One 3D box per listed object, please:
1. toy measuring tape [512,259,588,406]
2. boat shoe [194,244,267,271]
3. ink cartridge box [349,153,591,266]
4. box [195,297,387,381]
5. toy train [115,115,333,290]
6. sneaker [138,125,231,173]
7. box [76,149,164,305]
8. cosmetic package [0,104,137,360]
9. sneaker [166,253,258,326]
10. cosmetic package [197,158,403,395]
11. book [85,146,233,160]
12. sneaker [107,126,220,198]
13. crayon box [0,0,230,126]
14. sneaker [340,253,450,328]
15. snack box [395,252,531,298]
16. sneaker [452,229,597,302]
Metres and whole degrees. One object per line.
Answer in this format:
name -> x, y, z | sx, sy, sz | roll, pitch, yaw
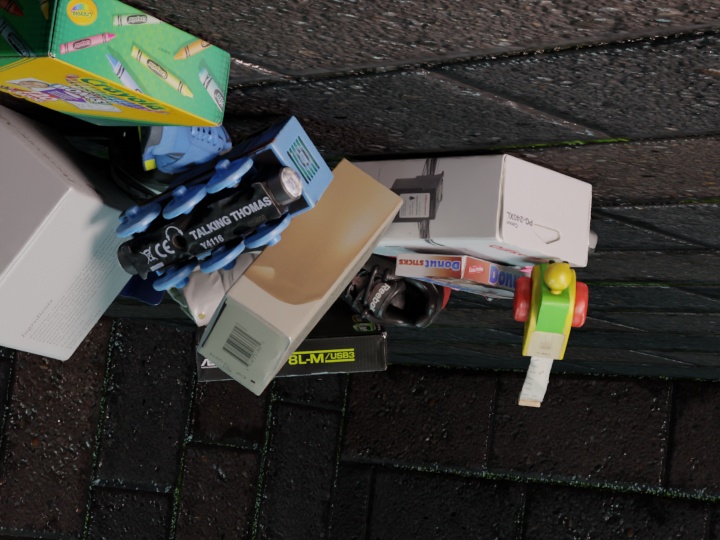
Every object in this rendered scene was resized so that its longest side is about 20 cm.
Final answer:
toy measuring tape -> 0.173, 0.050, 1.690 | 0.073, 0.074, 0.200 | 7, 144, 1
boat shoe -> -0.146, -0.040, 1.774 | 0.200, 0.074, 0.060 | -2, 165, 25
ink cartridge box -> 0.098, -0.054, 1.691 | 0.200, 0.084, 0.145 | 0, 171, 41
box -> -0.074, 0.056, 1.875 | 0.193, 0.048, 0.200 | -1, -162, -3
toy train -> -0.122, -0.054, 1.558 | 0.200, 0.087, 0.114 | -24, -162, 32
sneaker -> -0.146, -0.123, 1.483 | 0.078, 0.066, 0.200 | -4, 174, -5
box -> -0.265, -0.051, 1.749 | 0.200, 0.121, 0.032 | 18, 177, 22
cosmetic package -> -0.318, -0.039, 1.640 | 0.167, 0.166, 0.200 | 40, -175, 20
sneaker -> -0.153, -0.018, 1.864 | 0.115, 0.074, 0.200 | -22, -148, 0
cosmetic package -> -0.052, 0.004, 1.587 | 0.071, 0.200, 0.105 | 36, 140, 3
book -> -0.158, -0.093, 1.797 | 0.200, 0.048, 0.134 | 1, 170, 29
sneaker -> -0.150, -0.086, 1.656 | 0.200, 0.067, 0.091 | 19, 164, 14
crayon box -> -0.197, -0.152, 1.275 | 0.119, 0.058, 0.200 | 3, 172, 31
sneaker -> 0.000, 0.000, 1.796 | 0.200, 0.071, 0.098 | 26, -159, -10
snack box -> 0.113, 0.006, 1.724 | 0.072, 0.024, 0.200 | 4, 175, 31
sneaker -> 0.164, -0.012, 1.934 | 0.200, 0.096, 0.079 | 0, 169, 39
